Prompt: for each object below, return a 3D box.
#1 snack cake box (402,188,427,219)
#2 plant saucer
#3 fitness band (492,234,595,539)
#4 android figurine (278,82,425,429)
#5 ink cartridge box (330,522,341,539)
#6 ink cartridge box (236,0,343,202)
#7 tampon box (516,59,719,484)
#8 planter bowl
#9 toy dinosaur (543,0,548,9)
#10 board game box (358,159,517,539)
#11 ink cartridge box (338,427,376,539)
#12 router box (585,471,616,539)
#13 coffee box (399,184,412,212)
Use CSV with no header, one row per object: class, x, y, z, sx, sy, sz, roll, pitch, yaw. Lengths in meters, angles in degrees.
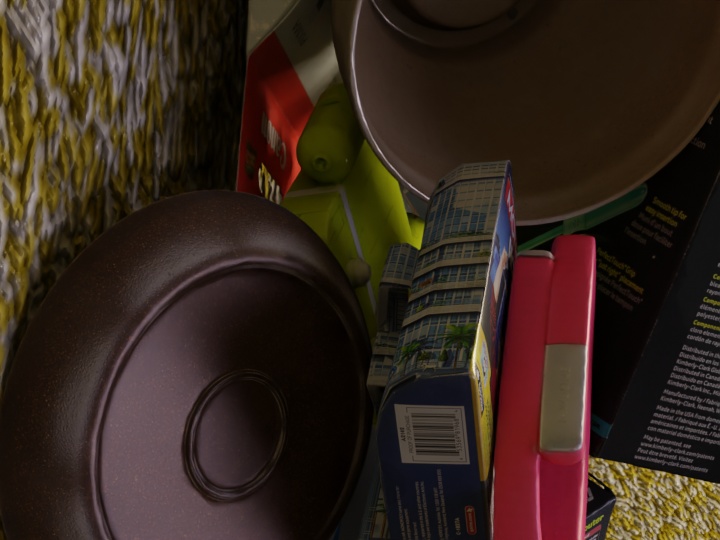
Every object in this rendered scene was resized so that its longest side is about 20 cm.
snack cake box,0.112,0.000,1.029,0.200,0.067,0.115,56,17,-10
plant saucer,-0.060,0.067,0.662,0.200,0.032,0.200,-11,106,-42
fitness band,0.086,0.076,0.711,0.144,0.037,0.200,81,16,-48
android figurine,0.000,0.000,0.812,0.200,0.041,0.182,-65,145,-60
ink cartridge box,-0.068,0.132,0.818,0.200,0.084,0.146,11,89,-79
ink cartridge box,-0.023,-0.118,0.825,0.163,0.057,0.200,56,32,-76
tampon box,0.176,-0.006,0.857,0.150,0.126,0.200,43,-65,58
planter bowl,0.071,-0.140,0.770,0.135,0.200,0.200,-122,-148,-56
toy dinosaur,0.077,-0.144,0.906,0.058,0.101,0.200,50,47,-42
board game box,0.044,0.058,0.734,0.200,0.062,0.200,-75,162,-52
ink cartridge box,0.037,0.096,1.015,0.145,0.145,0.200,57,13,-3
router box,0.042,0.200,0.840,0.200,0.062,0.150,-24,135,-37
coffee box,0.070,-0.119,1.184,0.114,0.080,0.200,-36,-152,50
